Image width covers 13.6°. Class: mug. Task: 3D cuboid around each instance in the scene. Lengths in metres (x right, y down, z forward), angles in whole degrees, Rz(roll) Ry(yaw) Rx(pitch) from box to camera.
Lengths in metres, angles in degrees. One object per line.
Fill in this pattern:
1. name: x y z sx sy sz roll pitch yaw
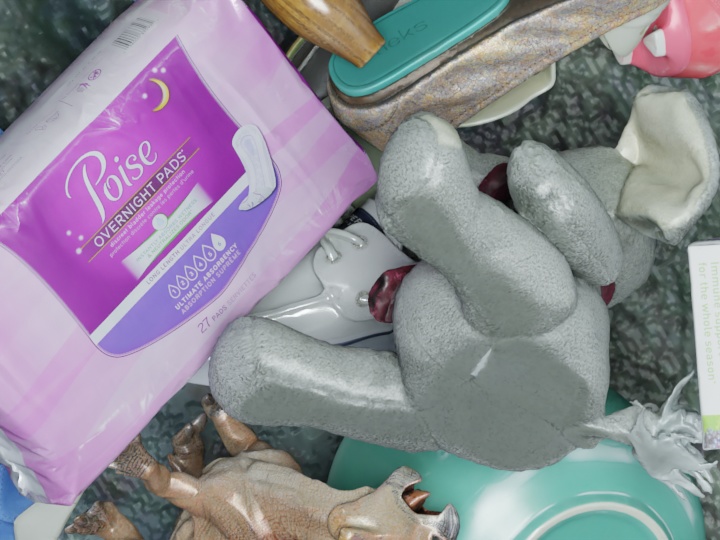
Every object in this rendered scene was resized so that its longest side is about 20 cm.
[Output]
1. mug: 0.086 0.124 1.317 0.184 0.114 0.153 19 100 -28

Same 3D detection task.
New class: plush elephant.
1. plush elephant: 0.063 -0.006 1.218 0.199 0.155 0.165 24 129 -11

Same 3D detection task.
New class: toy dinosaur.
1. toy dinosaur: -0.048 0.126 1.288 0.086 0.200 0.136 -37 82 -29

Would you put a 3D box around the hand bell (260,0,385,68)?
1. hand bell: -0.068 -0.156 1.242 0.200 0.104 0.104 44 96 -3

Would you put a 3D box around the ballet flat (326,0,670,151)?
1. ballet flat: 0.080 -0.111 1.276 0.199 0.068 0.067 -28 132 8

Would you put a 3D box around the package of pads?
1. package of pads: -0.101 -0.015 1.229 0.200 0.076 0.121 -47 115 -16

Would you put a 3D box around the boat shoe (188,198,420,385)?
1. boat shoe: 0.000 0.000 1.318 0.199 0.074 0.066 -13 118 -25

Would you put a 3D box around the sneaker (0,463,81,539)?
1. sneaker: -0.176 0.079 1.329 0.111 0.077 0.200 28 124 -4

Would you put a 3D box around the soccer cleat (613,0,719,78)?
1. soccer cleat: 0.134 -0.184 1.325 0.076 0.067 0.201 -13 94 -28

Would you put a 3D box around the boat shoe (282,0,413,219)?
1. boat shoe: -0.007 -0.078 1.336 0.201 0.061 0.072 -48 133 9

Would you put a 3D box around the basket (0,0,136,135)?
1. basket: -0.203 -0.088 1.290 0.200 0.139 0.176 -43 99 12

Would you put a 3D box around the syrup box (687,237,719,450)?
1. syrup box: 0.190 0.021 1.190 0.081 0.200 0.079 -5 91 21
